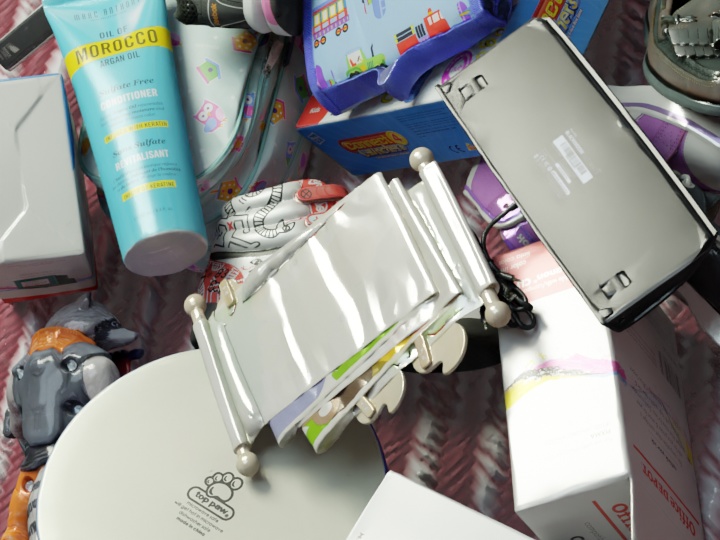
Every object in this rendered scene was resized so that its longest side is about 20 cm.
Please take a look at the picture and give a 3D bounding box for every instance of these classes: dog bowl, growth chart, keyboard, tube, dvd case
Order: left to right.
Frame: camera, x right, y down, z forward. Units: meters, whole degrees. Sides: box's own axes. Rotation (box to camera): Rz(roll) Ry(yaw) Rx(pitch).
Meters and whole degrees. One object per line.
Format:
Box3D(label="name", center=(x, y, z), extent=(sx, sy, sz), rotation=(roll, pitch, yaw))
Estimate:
Box3D(label="tube", center=(-0.137, -0.093, 1.498), extent=(0.077, 0.050, 0.200), rotation=(-13, 61, -6))
Box3D(label="dvd case", center=(-0.149, -0.219, 1.675), extent=(0.200, 0.025, 0.150), rotation=(-33, 11, 38))
Box3D(label="dog bowl", center=(-0.078, 0.145, 1.384), extent=(0.199, 0.079, 0.201), rotation=(-3, 55, 4))
Box3D(label="growth chart", center=(-0.012, 0.026, 1.340), extent=(0.200, 0.018, 0.145), rotation=(-34, 53, 26))
Box3D(label="keyboard", center=(0.095, -0.040, 1.319), extent=(0.127, 0.021, 0.200), rotation=(-35, 50, 5))

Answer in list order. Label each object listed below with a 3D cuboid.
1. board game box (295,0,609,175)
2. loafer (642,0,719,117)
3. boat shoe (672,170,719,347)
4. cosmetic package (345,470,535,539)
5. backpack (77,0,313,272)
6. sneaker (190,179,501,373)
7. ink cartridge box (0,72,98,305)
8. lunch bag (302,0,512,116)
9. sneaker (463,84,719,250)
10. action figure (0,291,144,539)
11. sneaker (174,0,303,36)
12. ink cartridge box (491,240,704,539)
Box3D(label="board game box", center=(0.071, -0.161, 1.507), extent=(0.200, 0.056, 0.196), rotation=(-6, 53, 57))
Box3D(label="loafer", center=(0.193, -0.140, 1.395), extent=(0.072, 0.063, 0.200), rotation=(1, 20, -4))
Box3D(label="boat shoe", center=(0.176, -0.017, 1.345), extent=(0.200, 0.076, 0.060), rotation=(44, 94, 11))
Box3D(label="cosmetic package", center=(0.094, 0.174, 1.277), extent=(0.200, 0.083, 0.051), rotation=(24, 74, 32))
Box3D(label="backpack", center=(-0.103, -0.101, 1.585), extent=(0.166, 0.127, 0.200), rotation=(-2, 62, 29))
Box3D(label="sneaker", center=(-0.001, 0.000, 1.465), extent=(0.201, 0.067, 0.108), rotation=(0, 67, 22))
Box3D(label="ink cartridge box", center=(-0.210, -0.047, 1.587), extent=(0.067, 0.200, 0.117), rotation=(-8, 83, -4))
Box3D(label="lunch bag", center=(0.032, -0.191, 1.462), extent=(0.150, 0.094, 0.200), rotation=(-22, 49, 44))
Box3D(label="sneaker", center=(0.141, -0.046, 1.426), extent=(0.200, 0.073, 0.114), rotation=(14, 69, 51))
Box3D(label="action figure", center=(-0.154, 0.101, 1.502), extent=(0.200, 0.105, 0.194), rotation=(-18, 61, 24))
Box3D(label="sneaker", center=(-0.075, -0.221, 1.543), extent=(0.086, 0.080, 0.200), rotation=(-3, 38, 9))
Box3D(label="ink cartridge box", center=(0.127, 0.092, 1.306), extent=(0.067, 0.116, 0.200), rotation=(-19, 51, 20))
